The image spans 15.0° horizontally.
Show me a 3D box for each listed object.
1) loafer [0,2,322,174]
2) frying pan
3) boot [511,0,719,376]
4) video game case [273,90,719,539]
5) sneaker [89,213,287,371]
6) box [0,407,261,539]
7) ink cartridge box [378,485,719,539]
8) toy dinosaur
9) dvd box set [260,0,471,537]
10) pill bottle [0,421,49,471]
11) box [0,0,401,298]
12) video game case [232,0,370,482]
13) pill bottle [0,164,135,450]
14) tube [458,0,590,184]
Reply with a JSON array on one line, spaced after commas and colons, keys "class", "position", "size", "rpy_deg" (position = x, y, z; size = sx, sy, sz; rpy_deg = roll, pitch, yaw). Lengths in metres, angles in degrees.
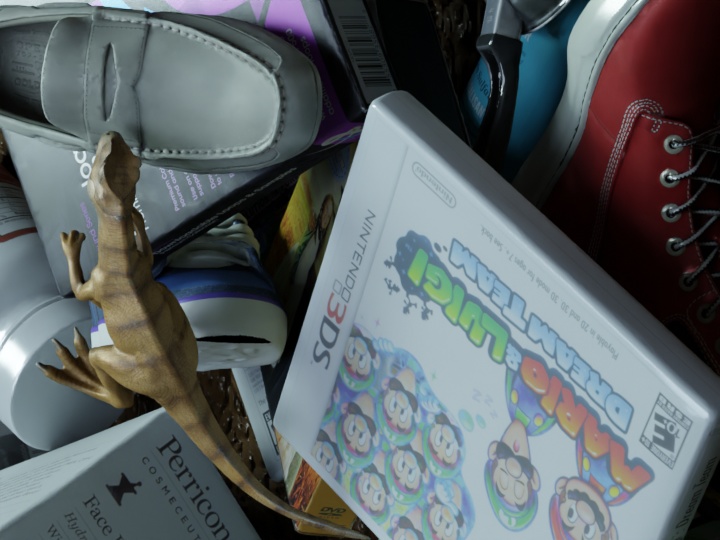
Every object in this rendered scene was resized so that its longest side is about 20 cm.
[{"class": "loafer", "position": [-0.104, -0.077, 1.145], "size": [0.200, 0.070, 0.070], "rpy_deg": [8, 100, 38]}, {"class": "frying pan", "position": [0.062, -0.119, 1.116], "size": [0.190, 0.031, 0.115], "rpy_deg": [-62, 21, 13]}, {"class": "boot", "position": [0.138, -0.034, 1.075], "size": [0.144, 0.072, 0.200], "rpy_deg": [55, 145, 29]}, {"class": "video game case", "position": [0.050, 0.057, 1.086], "size": [0.200, 0.024, 0.182], "rpy_deg": [44, 135, 30]}, {"class": "sneaker", "position": [-0.086, -0.028, 1.293], "size": [0.200, 0.080, 0.147], "rpy_deg": [164, 108, -72]}, {"class": "box", "position": [-0.134, 0.198, 1.395], "size": [0.200, 0.131, 0.199], "rpy_deg": [-24, 101, 53]}, {"class": "ink cartridge box", "position": [0.098, 0.152, 1.160], "size": [0.200, 0.084, 0.145], "rpy_deg": [42, 129, 40]}, {"class": "toy dinosaur", "position": [-0.085, 0.040, 1.151], "size": [0.106, 0.060, 0.200], "rpy_deg": [10, 132, 58]}, {"class": "dvd box set", "position": [0.000, 0.000, 1.213], "size": [0.200, 0.029, 0.147], "rpy_deg": [114, 152, -42]}, {"class": "pill bottle", "position": [-0.255, 0.125, 1.527], "size": [0.114, 0.200, 0.114], "rpy_deg": [18, 113, 50]}, {"class": "box", "position": [-0.082, -0.091, 1.192], "size": [0.200, 0.036, 0.143], "rpy_deg": [-31, 75, 38]}, {"class": "video game case", "position": [-0.019, -0.013, 1.326], "size": [0.200, 0.023, 0.183], "rpy_deg": [-36, 70, 52]}, {"class": "pill bottle", "position": [-0.206, 0.011, 1.506], "size": [0.200, 0.112, 0.112], "rpy_deg": [41, 130, 40]}, {"class": "tube", "position": [0.083, -0.104, 1.145], "size": [0.078, 0.050, 0.200], "rpy_deg": [-109, 34, -46]}]
